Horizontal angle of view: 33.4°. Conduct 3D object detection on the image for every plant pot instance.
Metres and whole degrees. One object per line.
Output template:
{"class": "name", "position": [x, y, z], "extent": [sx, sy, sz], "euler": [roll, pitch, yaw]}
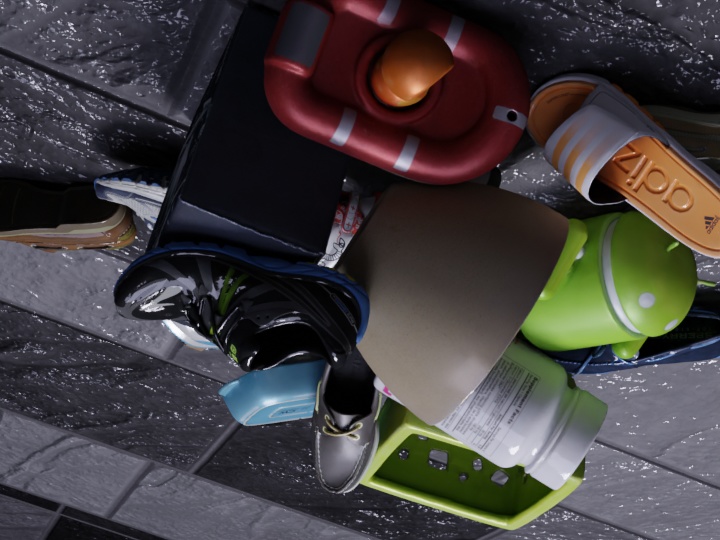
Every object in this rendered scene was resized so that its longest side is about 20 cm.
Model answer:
{"class": "plant pot", "position": [0.055, 0.004, 0.966], "extent": [0.134, 0.200, 0.200], "euler": [34, 147, -4]}
{"class": "plant pot", "position": [0.125, 0.148, 1.296], "extent": [0.199, 0.182, 0.200], "euler": [18, 149, -8]}

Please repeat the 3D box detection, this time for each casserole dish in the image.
{"class": "casserole dish", "position": [-0.054, 0.130, 1.290], "extent": [0.200, 0.039, 0.121], "euler": [-4, 159, -27]}

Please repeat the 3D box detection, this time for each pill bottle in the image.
{"class": "pill bottle", "position": [0.123, 0.113, 1.130], "extent": [0.200, 0.113, 0.113], "euler": [32, 149, 5]}

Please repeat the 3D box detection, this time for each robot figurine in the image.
{"class": "robot figurine", "position": [0.215, 0.010, 1.095], "extent": [0.200, 0.116, 0.175], "euler": [-13, 146, 39]}

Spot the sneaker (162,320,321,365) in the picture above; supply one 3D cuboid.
{"class": "sneaker", "position": [-0.121, 0.050, 1.248], "extent": [0.200, 0.077, 0.081], "euler": [28, 140, -37]}

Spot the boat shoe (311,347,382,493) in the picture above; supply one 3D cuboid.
{"class": "boat shoe", "position": [-0.014, 0.133, 1.205], "extent": [0.072, 0.202, 0.061], "euler": [12, -171, 11]}

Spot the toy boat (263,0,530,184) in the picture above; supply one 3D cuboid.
{"class": "toy boat", "position": [0.034, -0.143, 0.881], "extent": [0.200, 0.131, 0.131], "euler": [20, 177, -12]}

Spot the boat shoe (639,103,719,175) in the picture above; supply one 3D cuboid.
{"class": "boat shoe", "position": [0.252, -0.087, 0.959], "extent": [0.200, 0.076, 0.072], "euler": [-2, 146, 25]}

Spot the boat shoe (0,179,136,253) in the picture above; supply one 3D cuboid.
{"class": "boat shoe", "position": [-0.337, -0.048, 1.271], "extent": [0.200, 0.072, 0.068], "euler": [5, 147, 15]}

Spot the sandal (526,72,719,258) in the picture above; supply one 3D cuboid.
{"class": "sandal", "position": [0.206, -0.080, 0.920], "extent": [0.207, 0.059, 0.079], "euler": [39, 126, 22]}

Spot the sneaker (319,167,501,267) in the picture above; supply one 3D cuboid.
{"class": "sneaker", "position": [0.023, -0.049, 1.076], "extent": [0.108, 0.067, 0.201], "euler": [42, 110, -18]}

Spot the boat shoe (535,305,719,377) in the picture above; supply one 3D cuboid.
{"class": "boat shoe", "position": [0.271, 0.057, 1.195], "extent": [0.200, 0.084, 0.069], "euler": [-12, 162, 15]}

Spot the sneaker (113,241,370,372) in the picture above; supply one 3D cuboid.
{"class": "sneaker", "position": [-0.094, 0.031, 0.896], "extent": [0.199, 0.083, 0.071], "euler": [8, 149, 10]}

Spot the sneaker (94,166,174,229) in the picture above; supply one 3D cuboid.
{"class": "sneaker", "position": [-0.171, -0.044, 1.160], "extent": [0.200, 0.085, 0.077], "euler": [16, -165, 13]}

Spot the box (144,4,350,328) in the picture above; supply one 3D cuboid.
{"class": "box", "position": [-0.093, -0.073, 1.004], "extent": [0.124, 0.200, 0.197], "euler": [22, 148, -14]}

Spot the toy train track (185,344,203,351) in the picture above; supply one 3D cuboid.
{"class": "toy train track", "position": [-0.134, 0.071, 1.429], "extent": [0.200, 0.033, 0.115], "euler": [24, 141, -26]}
